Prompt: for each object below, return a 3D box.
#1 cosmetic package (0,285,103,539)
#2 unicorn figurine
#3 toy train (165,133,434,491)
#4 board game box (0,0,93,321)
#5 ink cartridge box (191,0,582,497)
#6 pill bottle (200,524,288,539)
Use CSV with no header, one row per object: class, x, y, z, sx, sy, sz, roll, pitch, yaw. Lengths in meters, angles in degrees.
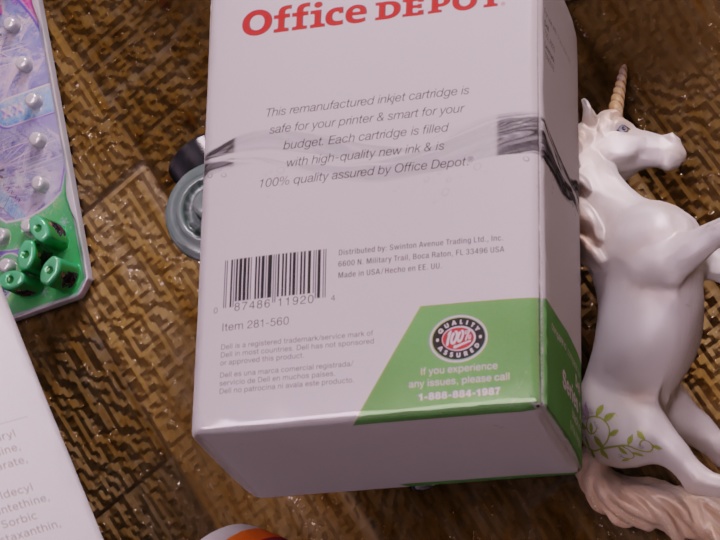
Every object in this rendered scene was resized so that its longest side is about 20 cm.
cosmetic package,-0.219,0.118,1.309,0.166,0.168,0.201,-15,67,-22
unicorn figurine,0.130,0.015,1.253,0.137,0.074,0.201,14,87,29
toy train,0.000,0.000,1.319,0.114,0.085,0.200,-38,64,0
board game box,-0.236,-0.056,1.466,0.199,0.026,0.201,-18,72,21
ink cartridge box,0.014,-0.019,1.229,0.145,0.084,0.201,-5,66,16
pill bottle,0.010,0.189,1.255,0.199,0.109,0.110,21,89,27
